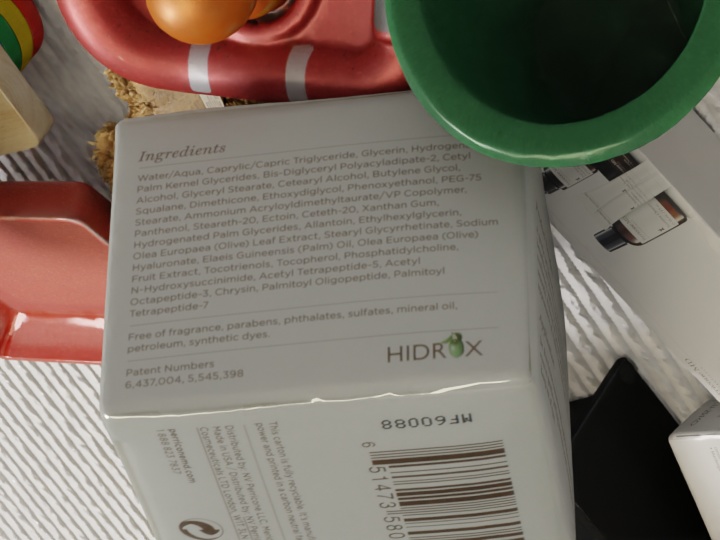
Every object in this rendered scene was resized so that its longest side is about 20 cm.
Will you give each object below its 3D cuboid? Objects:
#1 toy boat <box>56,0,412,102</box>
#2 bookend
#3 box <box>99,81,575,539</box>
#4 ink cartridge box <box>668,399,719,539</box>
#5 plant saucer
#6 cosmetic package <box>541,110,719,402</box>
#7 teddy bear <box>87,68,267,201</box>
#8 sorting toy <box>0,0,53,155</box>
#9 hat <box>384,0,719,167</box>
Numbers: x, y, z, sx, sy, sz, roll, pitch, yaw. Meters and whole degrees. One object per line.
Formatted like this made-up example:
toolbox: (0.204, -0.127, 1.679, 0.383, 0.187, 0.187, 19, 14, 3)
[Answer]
toy boat: (-0.057, -0.137, 1.333, 0.200, 0.131, 0.131, 8, 106, 24)
bookend: (0.115, 0.167, 1.588, 0.199, 0.092, 0.200, -18, 117, 47)
box: (-0.005, 0.041, 1.353, 0.200, 0.171, 0.199, -4, 145, 8)
ink cartridge box: (0.265, 0.157, 1.455, 0.176, 0.045, 0.200, -6, 115, 49)
plant saucer: (-0.179, -0.001, 1.627, 0.200, 0.037, 0.200, 2, 155, 32)
cosmetic package: (0.146, -0.026, 1.392, 0.200, 0.051, 0.083, 46, 143, -12)
teddy bear: (-0.076, -0.098, 1.487, 0.145, 0.067, 0.200, 14, 131, 16)
sorting toy: (-0.275, -0.150, 1.569, 0.200, 0.070, 0.199, -9, 125, 43)
hat: (0.123, -0.100, 1.320, 0.166, 0.200, 0.176, -25, 160, 15)
